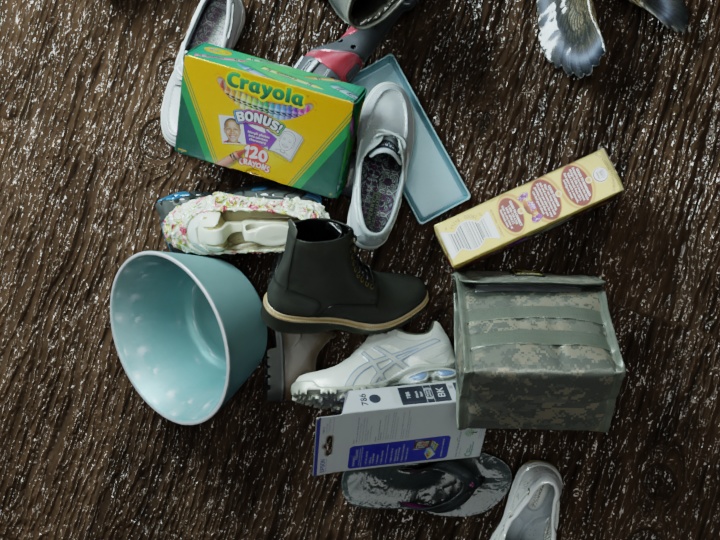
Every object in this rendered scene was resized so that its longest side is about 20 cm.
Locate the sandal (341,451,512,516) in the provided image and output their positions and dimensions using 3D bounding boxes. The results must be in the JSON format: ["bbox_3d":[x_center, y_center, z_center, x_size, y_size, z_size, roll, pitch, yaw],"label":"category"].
[{"bbox_3d":[0.077,0.253,1.017,0.200,0.048,0.075,-4,89,4],"label":"sandal"}]

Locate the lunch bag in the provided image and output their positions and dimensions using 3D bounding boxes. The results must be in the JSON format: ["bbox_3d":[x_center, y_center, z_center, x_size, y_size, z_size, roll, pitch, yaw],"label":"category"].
[{"bbox_3d":[0.184,0.067,0.950,0.164,0.200,0.118,1,131,2],"label":"lunch bag"}]

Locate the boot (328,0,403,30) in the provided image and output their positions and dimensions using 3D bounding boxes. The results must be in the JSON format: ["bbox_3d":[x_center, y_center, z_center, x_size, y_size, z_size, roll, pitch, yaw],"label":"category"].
[{"bbox_3d":[0.015,-0.359,0.974,0.073,0.200,0.182,31,99,-23],"label":"boot"}]

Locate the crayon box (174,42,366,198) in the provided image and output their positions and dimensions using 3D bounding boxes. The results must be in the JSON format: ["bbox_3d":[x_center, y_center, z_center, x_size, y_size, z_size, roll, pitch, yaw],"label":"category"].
[{"bbox_3d":[-0.103,-0.170,0.992,0.200,0.058,0.119,17,121,7],"label":"crayon box"}]

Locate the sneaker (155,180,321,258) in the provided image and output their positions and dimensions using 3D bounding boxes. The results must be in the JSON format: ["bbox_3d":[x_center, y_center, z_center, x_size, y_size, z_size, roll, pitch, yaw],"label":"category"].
[{"bbox_3d":[-0.141,-0.060,1.052,0.200,0.073,0.082,-5,105,11],"label":"sneaker"}]

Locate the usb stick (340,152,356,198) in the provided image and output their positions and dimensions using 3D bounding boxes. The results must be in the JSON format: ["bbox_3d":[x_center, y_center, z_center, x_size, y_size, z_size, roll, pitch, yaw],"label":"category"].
[{"bbox_3d":[-0.072,-0.133,1.056,0.200,0.033,0.056,18,89,6],"label":"usb stick"}]

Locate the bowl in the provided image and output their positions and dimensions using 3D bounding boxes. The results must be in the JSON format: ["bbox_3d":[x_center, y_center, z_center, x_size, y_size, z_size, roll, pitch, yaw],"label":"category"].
[{"bbox_3d":[-0.184,0.064,1.002,0.201,0.105,0.201,14,113,36],"label":"bowl"}]

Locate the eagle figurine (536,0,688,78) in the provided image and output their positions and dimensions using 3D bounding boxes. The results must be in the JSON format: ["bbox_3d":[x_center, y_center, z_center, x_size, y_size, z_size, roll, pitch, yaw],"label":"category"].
[{"bbox_3d":[0.266,-0.341,0.998,0.152,0.151,0.200,-3,124,44],"label":"eagle figurine"}]

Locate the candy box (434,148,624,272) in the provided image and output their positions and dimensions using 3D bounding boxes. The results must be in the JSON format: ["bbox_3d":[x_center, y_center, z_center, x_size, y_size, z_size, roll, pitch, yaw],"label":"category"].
[{"bbox_3d":[0.184,-0.063,0.984,0.200,0.117,0.057,-26,85,5],"label":"candy box"}]

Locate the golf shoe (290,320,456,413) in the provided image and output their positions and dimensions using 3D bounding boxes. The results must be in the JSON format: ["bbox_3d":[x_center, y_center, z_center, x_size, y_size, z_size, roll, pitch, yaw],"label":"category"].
[{"bbox_3d":[0.014,0.108,1.013,0.200,0.078,0.097,-5,69,-14],"label":"golf shoe"}]

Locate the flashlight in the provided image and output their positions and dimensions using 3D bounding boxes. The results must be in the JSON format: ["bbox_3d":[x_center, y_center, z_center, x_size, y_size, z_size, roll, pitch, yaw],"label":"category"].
[{"bbox_3d":[-0.002,-0.286,1.034,0.068,0.068,0.200,38,82,-27],"label":"flashlight"}]

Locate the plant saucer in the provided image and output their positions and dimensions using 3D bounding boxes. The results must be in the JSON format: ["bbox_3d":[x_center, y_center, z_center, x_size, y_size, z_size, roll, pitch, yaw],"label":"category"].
[{"bbox_3d":[0.055,-0.157,1.051,0.070,0.019,0.200,-28,86,4],"label":"plant saucer"}]

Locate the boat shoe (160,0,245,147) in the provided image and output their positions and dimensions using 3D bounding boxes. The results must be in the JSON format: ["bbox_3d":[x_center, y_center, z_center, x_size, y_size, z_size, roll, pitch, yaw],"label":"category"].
[{"bbox_3d":[-0.193,-0.245,1.055,0.072,0.069,0.200,27,91,6],"label":"boat shoe"}]

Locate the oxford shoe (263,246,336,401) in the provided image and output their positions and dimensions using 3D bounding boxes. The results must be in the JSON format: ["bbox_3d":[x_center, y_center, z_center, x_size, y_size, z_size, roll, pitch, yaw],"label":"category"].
[{"bbox_3d":[-0.071,0.054,1.039,0.084,0.073,0.200,1,90,-10],"label":"oxford shoe"}]

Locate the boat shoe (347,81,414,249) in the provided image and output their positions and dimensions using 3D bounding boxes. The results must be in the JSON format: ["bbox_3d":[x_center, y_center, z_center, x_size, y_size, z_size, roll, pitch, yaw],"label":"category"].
[{"bbox_3d":[0.029,-0.125,0.997,0.070,0.072,0.201,11,80,-10],"label":"boat shoe"}]

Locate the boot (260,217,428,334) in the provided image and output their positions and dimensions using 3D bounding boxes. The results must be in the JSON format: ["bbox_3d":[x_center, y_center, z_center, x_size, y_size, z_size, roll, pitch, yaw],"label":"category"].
[{"bbox_3d":[0.000,0.000,0.959,0.200,0.138,0.077,-8,47,-28],"label":"boot"}]

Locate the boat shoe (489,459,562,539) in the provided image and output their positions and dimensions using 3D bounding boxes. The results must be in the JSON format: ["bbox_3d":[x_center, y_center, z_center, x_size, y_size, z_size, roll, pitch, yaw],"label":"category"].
[{"bbox_3d":[0.181,0.317,0.989,0.071,0.069,0.200,12,96,4],"label":"boat shoe"}]

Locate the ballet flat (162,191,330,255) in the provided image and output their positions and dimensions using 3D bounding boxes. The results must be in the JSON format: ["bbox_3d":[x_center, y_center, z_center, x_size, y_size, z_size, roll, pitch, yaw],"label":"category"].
[{"bbox_3d":[-0.134,-0.049,0.983,0.200,0.064,0.076,-5,110,9],"label":"ballet flat"}]

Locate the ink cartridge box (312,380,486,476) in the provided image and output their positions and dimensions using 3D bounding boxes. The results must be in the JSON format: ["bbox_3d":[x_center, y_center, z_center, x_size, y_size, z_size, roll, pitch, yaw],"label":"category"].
[{"bbox_3d":[0.043,0.174,0.976,0.200,0.039,0.100,-4,129,-14],"label":"ink cartridge box"}]
